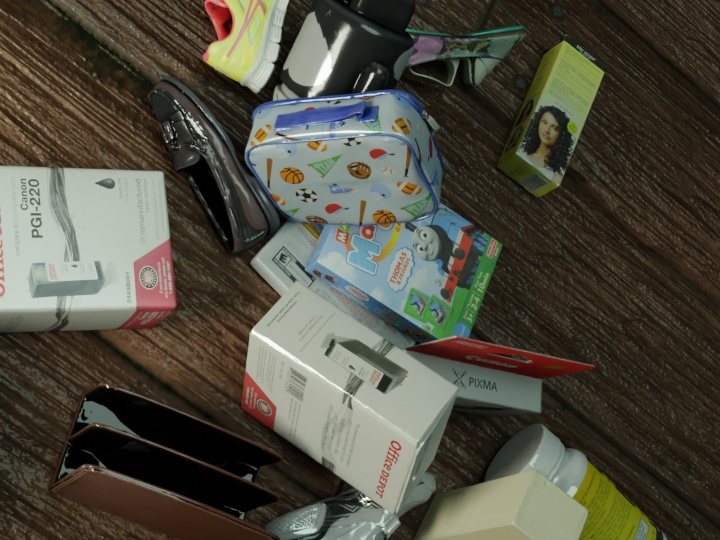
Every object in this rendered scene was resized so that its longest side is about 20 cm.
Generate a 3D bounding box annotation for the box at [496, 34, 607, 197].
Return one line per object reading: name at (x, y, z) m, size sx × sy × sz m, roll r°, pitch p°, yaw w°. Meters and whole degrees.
box at (0.242, -0.195, 1.604) m, size 0.075 × 0.050 × 0.202 m, roll 33°, pitch 61°, yaw -16°

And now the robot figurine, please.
robot figurine at (-0.019, -0.223, 1.392) m, size 0.124 × 0.202 × 0.150 m, roll 29°, pitch 17°, yaw 6°

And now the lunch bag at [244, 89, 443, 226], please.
lunch bag at (-0.012, -0.118, 1.311) m, size 0.161 × 0.197 × 0.077 m, roll 60°, pitch 33°, yaw -49°

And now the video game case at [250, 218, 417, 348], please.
video game case at (0.000, 0.000, 1.428) m, size 0.200 × 0.023 × 0.182 m, roll 45°, pitch 59°, yaw -8°

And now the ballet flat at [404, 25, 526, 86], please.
ballet flat at (0.113, -0.260, 1.551) m, size 0.197 × 0.069 × 0.073 m, roll -7°, pitch 96°, yaw -26°

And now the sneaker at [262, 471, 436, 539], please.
sneaker at (0.001, 0.284, 1.312) m, size 0.197 × 0.075 × 0.117 m, roll -16°, pitch 83°, yaw -26°

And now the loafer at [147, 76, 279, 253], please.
loafer at (-0.164, -0.109, 1.345) m, size 0.063 × 0.072 × 0.201 m, roll -40°, pitch 99°, yaw -27°

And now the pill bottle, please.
pill bottle at (0.238, 0.272, 1.418) m, size 0.200 × 0.114 × 0.115 m, roll 44°, pitch 59°, yaw -10°

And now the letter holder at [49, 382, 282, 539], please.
letter holder at (-0.171, 0.186, 1.205) m, size 0.198 × 0.142 × 0.102 m, roll 25°, pitch 64°, yaw -19°

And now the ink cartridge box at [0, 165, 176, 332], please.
ink cartridge box at (-0.288, -0.021, 1.240) m, size 0.197 × 0.085 × 0.148 m, roll -1°, pitch 75°, yaw -27°

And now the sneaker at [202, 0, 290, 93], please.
sneaker at (-0.126, -0.303, 1.422) m, size 0.089 × 0.078 × 0.203 m, roll 15°, pitch 66°, yaw -16°

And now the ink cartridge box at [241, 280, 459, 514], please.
ink cartridge box at (-0.014, 0.127, 1.265) m, size 0.199 × 0.148 × 0.083 m, roll 33°, pitch 54°, yaw 14°

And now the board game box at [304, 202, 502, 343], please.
board game box at (0.052, -0.015, 1.426) m, size 0.198 × 0.037 × 0.153 m, roll 32°, pitch 62°, yaw -15°

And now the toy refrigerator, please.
toy refrigerator at (0.142, 0.263, 1.318) m, size 0.076 × 0.200 × 0.070 m, roll 37°, pitch 60°, yaw -12°

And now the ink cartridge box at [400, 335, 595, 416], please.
ink cartridge box at (0.119, 0.116, 1.349) m, size 0.198 × 0.175 × 0.046 m, roll 13°, pitch 74°, yaw -33°
